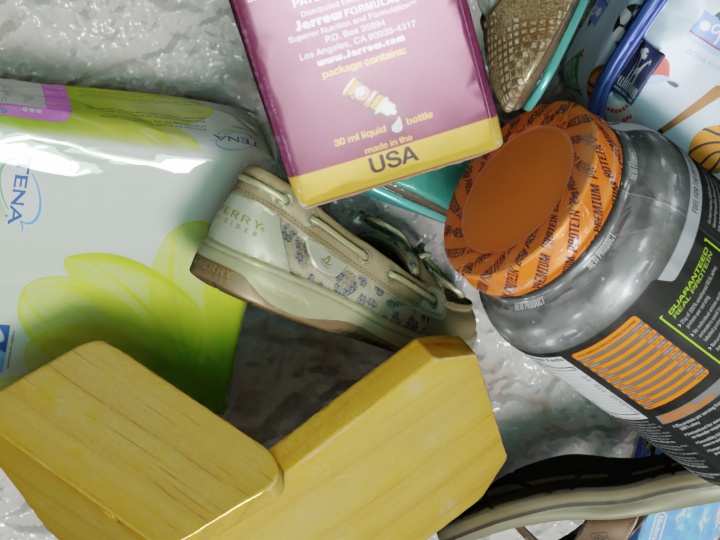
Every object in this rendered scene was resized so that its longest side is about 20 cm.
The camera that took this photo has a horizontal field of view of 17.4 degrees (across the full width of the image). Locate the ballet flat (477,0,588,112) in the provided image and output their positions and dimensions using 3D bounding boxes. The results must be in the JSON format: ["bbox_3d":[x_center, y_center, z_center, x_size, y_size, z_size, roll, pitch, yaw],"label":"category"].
[{"bbox_3d":[0.087,-0.160,1.073,0.065,0.200,0.071,31,148,-7],"label":"ballet flat"}]

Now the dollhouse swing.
[{"bbox_3d":[-0.055,0.087,1.178,0.176,0.182,0.200,-51,154,-16],"label":"dollhouse swing"}]

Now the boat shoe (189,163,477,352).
[{"bbox_3d":[0.000,0.000,1.156,0.200,0.073,0.063,17,94,-55],"label":"boat shoe"}]

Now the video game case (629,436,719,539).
[{"bbox_3d":[0.247,0.095,1.290,0.181,0.045,0.200,5,116,-12],"label":"video game case"}]

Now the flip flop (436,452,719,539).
[{"bbox_3d":[0.133,0.130,1.240,0.200,0.081,0.058,-10,99,22],"label":"flip flop"}]

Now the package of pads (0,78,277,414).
[{"bbox_3d":[-0.150,-0.017,1.157,0.200,0.068,0.155,7,117,-15],"label":"package of pads"}]

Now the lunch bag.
[{"bbox_3d":[0.209,-0.105,1.164,0.200,0.076,0.160,27,108,-22],"label":"lunch bag"}]

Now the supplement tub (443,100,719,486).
[{"bbox_3d":[0.141,0.011,1.122,0.200,0.123,0.123,36,107,-31],"label":"supplement tub"}]

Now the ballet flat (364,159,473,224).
[{"bbox_3d":[0.063,-0.045,1.184,0.200,0.067,0.070,26,91,-22],"label":"ballet flat"}]

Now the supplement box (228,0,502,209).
[{"bbox_3d":[-0.016,-0.151,1.071,0.103,0.131,0.200,-17,118,0],"label":"supplement box"}]
